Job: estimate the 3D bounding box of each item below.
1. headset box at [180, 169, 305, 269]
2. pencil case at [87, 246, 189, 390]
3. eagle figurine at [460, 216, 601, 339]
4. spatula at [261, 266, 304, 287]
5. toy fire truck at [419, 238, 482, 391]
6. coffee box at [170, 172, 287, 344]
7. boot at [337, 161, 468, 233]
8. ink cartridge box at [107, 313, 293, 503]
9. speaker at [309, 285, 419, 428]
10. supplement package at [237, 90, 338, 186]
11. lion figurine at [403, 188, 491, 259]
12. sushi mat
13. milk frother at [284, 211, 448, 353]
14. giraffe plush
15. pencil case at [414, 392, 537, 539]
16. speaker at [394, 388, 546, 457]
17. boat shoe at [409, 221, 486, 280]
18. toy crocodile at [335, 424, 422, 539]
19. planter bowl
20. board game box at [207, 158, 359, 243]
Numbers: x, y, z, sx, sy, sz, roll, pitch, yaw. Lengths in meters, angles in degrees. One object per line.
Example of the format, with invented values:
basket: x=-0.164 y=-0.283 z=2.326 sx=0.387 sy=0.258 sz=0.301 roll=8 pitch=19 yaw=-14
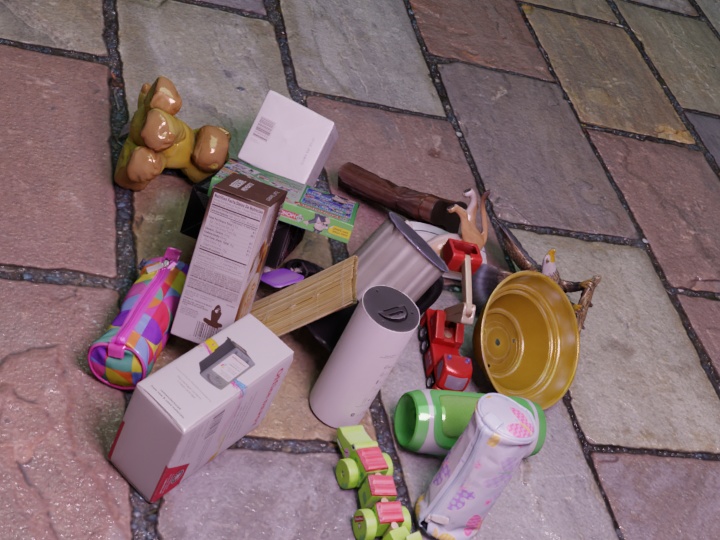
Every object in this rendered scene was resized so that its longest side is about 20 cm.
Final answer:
headset box: x=-0.156 y=-0.083 z=1.589 sx=0.147 sy=0.076 sz=0.200 roll=21 pitch=17 yaw=3
pencil case: x=-0.277 y=0.061 z=1.409 sx=0.088 sy=0.089 sz=0.201 roll=23 pitch=40 yaw=-4
eagle figurine: x=0.272 y=0.015 z=1.733 sx=0.198 sy=0.153 sz=0.152 roll=19 pitch=13 yaw=16
spatula: x=-0.151 y=-0.023 z=1.583 sx=0.056 sy=0.021 sz=0.200 roll=-15 pitch=39 yaw=-34
toy fire truck: x=0.135 y=0.070 z=1.577 sx=0.048 sy=0.142 sz=0.201 roll=11 pitch=45 yaw=-17
coffee box: x=-0.168 y=-0.012 z=1.413 sx=0.079 sy=0.202 sz=0.114 roll=19 pitch=15 yaw=2
boot: x=0.068 y=-0.117 z=1.818 sx=0.198 sy=0.065 sz=0.186 roll=21 pitch=-3 yaw=28
ink cartridge box: x=-0.187 y=0.160 z=1.299 sx=0.085 sy=0.148 sz=0.200 roll=39 pitch=39 yaw=14
speaker: x=0.004 y=0.114 z=1.414 sx=0.080 sy=0.201 sz=0.082 roll=16 pitch=41 yaw=-14
supplement package: x=-0.107 y=-0.191 z=1.685 sx=0.109 sy=0.115 sz=0.200 roll=27 pitch=1 yaw=0
lion figurine: x=0.124 y=-0.032 z=1.644 sx=0.073 sy=0.198 sz=0.123 roll=-88 pitch=154 yaw=-70
sushi mat: x=-0.088 y=0.048 z=1.467 sx=0.012 sy=0.199 sz=0.096 roll=48 pitch=29 yaw=-33
milk frother: x=0.000 y=0.000 z=1.547 sx=0.200 sy=0.188 sz=0.180 roll=47 pitch=10 yaw=17
giraffe plush: x=-0.268 y=-0.183 z=1.654 sx=0.161 sy=0.174 sz=0.200 roll=21 pitch=3 yaw=-23
pencil case: x=0.139 y=0.245 z=1.354 sx=0.090 sy=0.201 sz=0.083 roll=3 pitch=37 yaw=-36
speaker: x=0.149 y=0.208 z=1.487 sx=0.198 sy=0.089 sz=0.089 roll=7 pitch=43 yaw=-23
boat shoe: x=0.114 y=-0.013 z=1.730 sx=0.200 sy=0.075 sz=0.087 roll=14 pitch=48 yaw=-27
toy crocodile: x=0.020 y=0.272 z=1.361 sx=0.067 sy=0.062 sz=0.201 roll=2 pitch=45 yaw=-27
planter bowl: x=0.225 y=0.104 z=1.614 sx=0.199 sy=0.083 sz=0.203 roll=4 pitch=82 yaw=-36
board game box: x=-0.102 y=-0.098 z=1.514 sx=0.198 sy=0.029 sz=0.135 roll=19 pitch=18 yaw=-2
